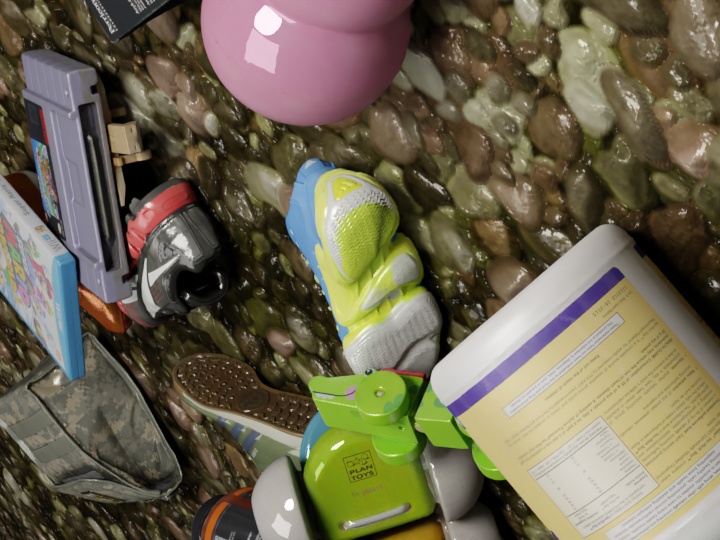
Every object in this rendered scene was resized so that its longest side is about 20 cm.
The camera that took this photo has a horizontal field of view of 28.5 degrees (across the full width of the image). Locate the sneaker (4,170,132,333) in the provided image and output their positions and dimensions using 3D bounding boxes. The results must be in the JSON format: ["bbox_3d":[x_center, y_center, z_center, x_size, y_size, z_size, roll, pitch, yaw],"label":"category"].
[{"bbox_3d":[-0.305,-0.008,1.413,0.200,0.077,0.073,46,148,8],"label":"sneaker"}]

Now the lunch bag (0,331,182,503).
[{"bbox_3d":[-0.297,0.186,1.573,0.200,0.118,0.164,51,151,-9],"label":"lunch bag"}]

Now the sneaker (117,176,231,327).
[{"bbox_3d":[-0.162,0.008,1.233,0.098,0.071,0.201,47,149,13],"label":"sneaker"}]

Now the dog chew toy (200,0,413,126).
[{"bbox_3d":[-0.017,-0.175,0.794,0.125,0.124,0.200,44,142,14],"label":"dog chew toy"}]

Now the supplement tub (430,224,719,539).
[{"bbox_3d":[0.153,0.091,0.805,0.200,0.145,0.145,50,150,5],"label":"supplement tub"}]

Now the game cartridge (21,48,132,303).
[{"bbox_3d":[-0.246,-0.083,1.212,0.129,0.038,0.201,22,124,53],"label":"game cartridge"}]

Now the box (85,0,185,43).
[{"bbox_3d":[-0.166,-0.270,0.936,0.141,0.079,0.200,-16,109,55],"label":"box"}]

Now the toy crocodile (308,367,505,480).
[{"bbox_3d":[0.057,0.096,0.972,0.199,0.062,0.068,4,142,28],"label":"toy crocodile"}]

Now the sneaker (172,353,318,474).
[{"bbox_3d":[-0.093,0.147,1.287,0.200,0.067,0.090,19,131,40],"label":"sneaker"}]

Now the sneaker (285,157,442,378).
[{"bbox_3d":[0.000,0.000,1.019,0.105,0.076,0.201,48,156,47],"label":"sneaker"}]

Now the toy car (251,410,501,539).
[{"bbox_3d":[0.012,0.184,1.123,0.150,0.174,0.201,-105,-3,-59],"label":"toy car"}]

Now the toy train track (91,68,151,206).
[{"bbox_3d":[-0.221,-0.119,1.216,0.200,0.032,0.115,13,117,59],"label":"toy train track"}]

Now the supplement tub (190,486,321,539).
[{"bbox_3d":[-0.084,0.268,1.370,0.200,0.107,0.107,6,127,53],"label":"supplement tub"}]

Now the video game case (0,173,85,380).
[{"bbox_3d":[-0.315,-0.008,1.319,0.200,0.018,0.144,43,142,36],"label":"video game case"}]
